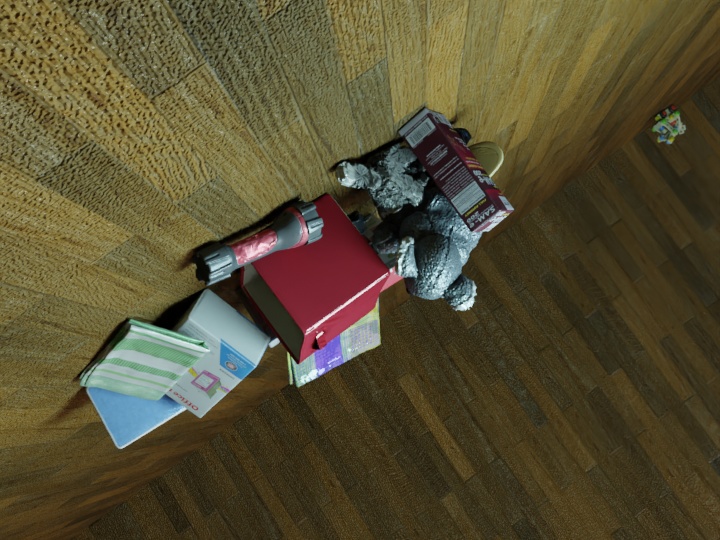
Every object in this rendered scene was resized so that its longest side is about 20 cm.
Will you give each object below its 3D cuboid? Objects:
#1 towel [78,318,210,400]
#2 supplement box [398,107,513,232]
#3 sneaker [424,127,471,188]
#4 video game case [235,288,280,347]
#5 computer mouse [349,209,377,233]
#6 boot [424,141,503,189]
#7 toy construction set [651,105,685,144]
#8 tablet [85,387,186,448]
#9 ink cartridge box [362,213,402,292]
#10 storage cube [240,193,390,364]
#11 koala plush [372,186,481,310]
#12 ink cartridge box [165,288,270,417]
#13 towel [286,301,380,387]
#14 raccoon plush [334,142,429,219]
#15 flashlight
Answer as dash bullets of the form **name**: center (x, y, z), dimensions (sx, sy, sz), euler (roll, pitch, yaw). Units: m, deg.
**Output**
- **towel**: center (-0.355, 0.154, 1.314), dimensions (0.151, 0.024, 0.200), euler (20, 135, -33)
- **supplement box**: center (0.154, -0.157, 1.270), dimensions (0.061, 0.201, 0.109), euler (-38, 170, 20)
- **sneaker**: center (0.133, -0.186, 1.459), dimensions (0.077, 0.071, 0.200), euler (-21, 164, -34)
- **video game case**: center (-0.115, 0.032, 1.462), dimensions (0.199, 0.144, 0.018), euler (-34, 144, -7)
- **computer mouse**: center (0.010, -0.110, 1.540), dimensions (0.199, 0.034, 0.059), euler (-39, 150, -6)
- **boot**: center (0.196, -0.153, 1.440), dimensions (0.200, 0.073, 0.155), euler (-44, 161, 26)
- **toy construction set**: center (1.260, -0.590, 3.247), dimensions (0.199, 0.132, 0.092), euler (-26, 168, -43)
- **tablet**: center (-0.383, 0.218, 1.459), dimensions (0.199, 0.131, 0.014), euler (-30, -170, -26)
- **ink cartridge box**: center (0.000, 0.000, 1.552), dimensions (0.199, 0.175, 0.085), euler (-31, 130, -19)
- **storage cube**: center (-0.078, 0.018, 1.328), dimensions (0.179, 0.201, 0.171), euler (-35, 166, -20)
- **koala plush**: center (0.119, -0.027, 1.319), dimensions (0.184, 0.177, 0.201), euler (-48, -168, 30)
- **ink cartridge box**: center (-0.274, 0.149, 1.392), dimensions (0.200, 0.144, 0.085), euler (-42, -164, 37)
- **towel**: center (-0.045, 0.124, 1.464), dimensions (0.198, 0.023, 0.145), euler (-23, 133, -27)
- **raccoon plush**: center (0.013, -0.146, 1.307), dimensions (0.198, 0.098, 0.133), euler (10, 158, -34)
- **flashlight**: center (-0.151, -0.043, 1.193), dimensions (0.199, 0.068, 0.068), euler (-26, -151, -31)
